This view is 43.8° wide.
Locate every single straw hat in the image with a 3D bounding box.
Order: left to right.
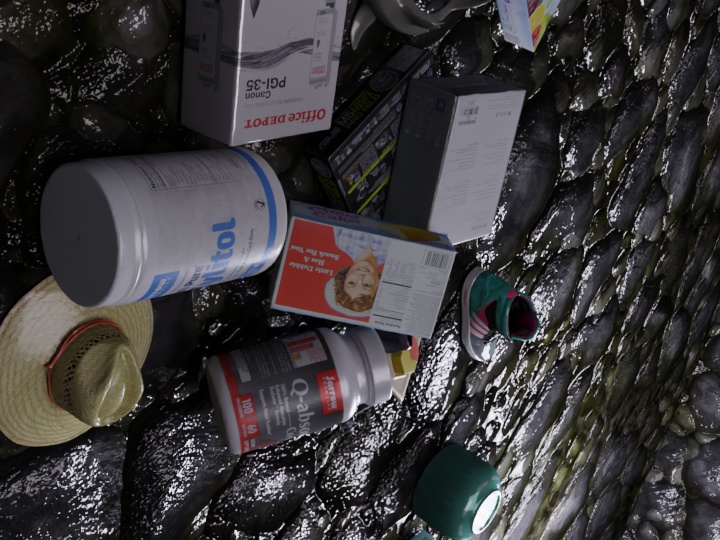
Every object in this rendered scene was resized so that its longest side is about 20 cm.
[{"bbox_3d":[-0.256,0.101,0.872,0.200,0.085,0.202,-31,134,-37],"label":"straw hat"}]

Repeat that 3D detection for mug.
[{"bbox_3d":[0.195,0.405,1.636,0.184,0.114,0.153,-22,128,-43],"label":"mug"}]

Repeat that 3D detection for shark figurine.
[{"bbox_3d":[0.072,-0.300,1.037,0.214,0.089,0.129,-2,115,-50],"label":"shark figurine"}]

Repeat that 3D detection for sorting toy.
[{"bbox_3d":[0.056,0.065,1.250,0.200,0.036,0.186,57,46,-53],"label":"sorting toy"}]

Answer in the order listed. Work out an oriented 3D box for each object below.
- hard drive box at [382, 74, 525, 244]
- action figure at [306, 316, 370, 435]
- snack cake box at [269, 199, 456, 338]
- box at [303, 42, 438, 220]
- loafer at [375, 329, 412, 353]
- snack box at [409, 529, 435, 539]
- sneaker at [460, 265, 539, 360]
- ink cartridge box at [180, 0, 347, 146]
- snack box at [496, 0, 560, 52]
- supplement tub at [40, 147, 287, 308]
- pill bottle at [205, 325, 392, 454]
[{"bbox_3d":[0.117,-0.137,1.131,0.155,0.077,0.201,-15,124,-47],"label":"hard drive box"},{"bbox_3d":[-0.043,0.158,1.196,0.130,0.069,0.201,-32,129,-11],"label":"action figure"},{"bbox_3d":[0.000,0.000,1.056,0.198,0.067,0.116,12,109,-11],"label":"snack cake box"},{"bbox_3d":[0.030,-0.156,1.113,0.200,0.044,0.161,-49,144,-19],"label":"box"},{"bbox_3d":[0.066,0.022,1.171,0.072,0.063,0.201,53,49,-45],"label":"loafer"},{"bbox_3d":[0.081,0.598,1.684,0.116,0.037,0.201,-23,130,-42],"label":"snack box"},{"bbox_3d":[0.234,0.092,1.475,0.084,0.120,0.201,-41,140,-28],"label":"sneaker"},{"bbox_3d":[-0.090,-0.233,0.869,0.146,0.082,0.201,-20,127,-45],"label":"ink cartridge box"},{"bbox_3d":[0.231,-0.390,1.164,0.143,0.053,0.200,-64,165,0],"label":"snack box"},{"bbox_3d":[-0.178,-0.045,0.839,0.199,0.131,0.133,-15,124,-47],"label":"supplement tub"},{"bbox_3d":[-0.072,0.132,1.047,0.199,0.116,0.117,-15,128,-15],"label":"pill bottle"}]
